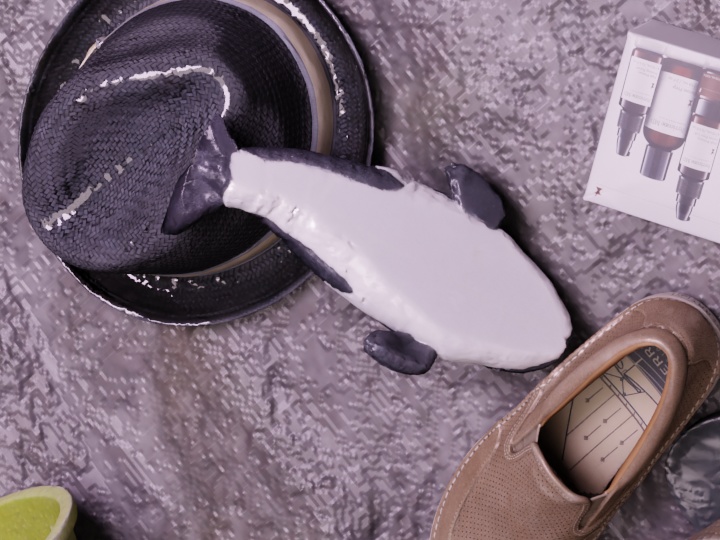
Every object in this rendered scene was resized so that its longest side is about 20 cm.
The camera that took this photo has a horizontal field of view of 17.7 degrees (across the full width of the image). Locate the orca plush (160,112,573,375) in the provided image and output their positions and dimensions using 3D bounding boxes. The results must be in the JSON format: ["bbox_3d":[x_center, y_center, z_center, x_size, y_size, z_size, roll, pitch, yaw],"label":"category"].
[{"bbox_3d":[0.000,0.000,1.092,0.199,0.071,0.106,12,73,-18],"label":"orca plush"}]

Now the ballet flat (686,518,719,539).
[{"bbox_3d":[0.141,0.157,1.063,0.199,0.046,0.068,-23,86,31],"label":"ballet flat"}]

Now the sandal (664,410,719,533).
[{"bbox_3d":[0.212,0.156,1.069,0.201,0.048,0.075,48,114,4],"label":"sandal"}]

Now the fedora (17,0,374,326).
[{"bbox_3d":[-0.095,-0.058,1.113,0.199,0.092,0.202,5,105,20],"label":"fedora"}]

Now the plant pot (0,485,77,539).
[{"bbox_3d":[-0.186,0.244,1.182,0.200,0.200,0.185,-25,104,24],"label":"plant pot"}]

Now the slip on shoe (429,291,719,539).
[{"bbox_3d":[0.096,0.094,1.093,0.076,0.061,0.200,45,114,6],"label":"slip on shoe"}]

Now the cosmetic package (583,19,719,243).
[{"bbox_3d":[0.206,-0.042,1.024,0.199,0.051,0.083,19,109,16],"label":"cosmetic package"}]
